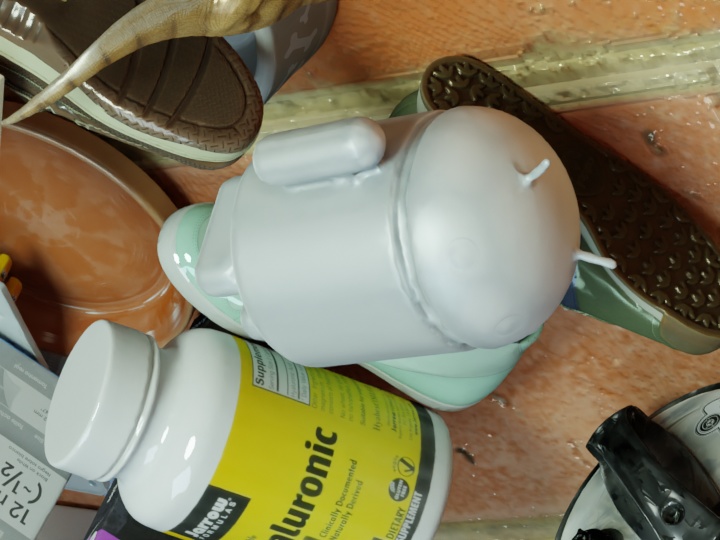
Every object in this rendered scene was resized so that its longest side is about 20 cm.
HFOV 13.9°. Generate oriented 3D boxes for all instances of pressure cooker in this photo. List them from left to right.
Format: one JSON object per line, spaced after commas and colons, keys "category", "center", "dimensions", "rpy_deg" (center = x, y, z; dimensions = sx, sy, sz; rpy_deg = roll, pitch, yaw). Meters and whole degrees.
{"category": "pressure cooker", "center": [0.197, 0.157, 1.531], "dimensions": [0.176, 0.179, 0.200], "rpy_deg": [-16, 128, 46]}

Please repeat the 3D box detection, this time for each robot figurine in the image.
{"category": "robot figurine", "center": [0.019, -0.016, 1.386], "dimensions": [0.200, 0.113, 0.170], "rpy_deg": [-7, 147, 34]}

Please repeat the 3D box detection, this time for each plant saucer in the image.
{"category": "plant saucer", "center": [-0.180, -0.026, 1.651], "dimensions": [0.200, 0.032, 0.200], "rpy_deg": [17, 144, 13]}

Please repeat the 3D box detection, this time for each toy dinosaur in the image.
{"category": "toy dinosaur", "center": [-0.063, -0.127, 1.329], "dimensions": [0.060, 0.200, 0.106], "rpy_deg": [42, 142, 41]}

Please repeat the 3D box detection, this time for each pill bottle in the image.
{"category": "pill bottle", "center": [-0.061, 0.096, 1.567], "dimensions": [0.200, 0.111, 0.111], "rpy_deg": [21, 147, -21]}

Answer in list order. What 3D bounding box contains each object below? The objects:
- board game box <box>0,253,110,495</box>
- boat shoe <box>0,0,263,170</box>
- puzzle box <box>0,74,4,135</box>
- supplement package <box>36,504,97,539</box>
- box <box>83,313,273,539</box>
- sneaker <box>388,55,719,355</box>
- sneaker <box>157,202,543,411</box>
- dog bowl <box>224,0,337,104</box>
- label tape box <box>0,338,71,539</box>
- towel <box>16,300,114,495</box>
{"category": "board game box", "center": [-0.259, 0.049, 1.748], "dimensions": [0.200, 0.026, 0.200], "rpy_deg": [9, 143, 26]}
{"category": "boat shoe", "center": [-0.137, -0.105, 1.403], "dimensions": [0.202, 0.075, 0.075], "rpy_deg": [33, 150, 7]}
{"category": "puzzle box", "center": [-0.255, -0.091, 1.437], "dimensions": [0.200, 0.025, 0.133], "rpy_deg": [35, 141, 21]}
{"category": "supplement package", "center": [-0.147, 0.248, 1.864], "dimensions": [0.200, 0.156, 0.111], "rpy_deg": [5, 140, 25]}
{"category": "box", "center": [-0.066, 0.133, 1.638], "dimensions": [0.143, 0.200, 0.036], "rpy_deg": [35, 142, -14]}
{"category": "sneaker", "center": [0.093, -0.019, 1.469], "dimensions": [0.200, 0.067, 0.090], "rpy_deg": [38, 140, -5]}
{"category": "sneaker", "center": [0.000, 0.000, 1.537], "dimensions": [0.200, 0.074, 0.118], "rpy_deg": [23, 151, -13]}
{"category": "dog bowl", "center": [-0.114, -0.143, 1.444], "dimensions": [0.200, 0.059, 0.200], "rpy_deg": [16, 142, 12]}
{"category": "label tape box", "center": [-0.250, 0.124, 1.636], "dimensions": [0.143, 0.200, 0.066], "rpy_deg": [35, 146, -13]}
{"category": "towel", "center": [-0.166, 0.086, 1.788], "dimensions": [0.200, 0.024, 0.147], "rpy_deg": [26, 143, 0]}
